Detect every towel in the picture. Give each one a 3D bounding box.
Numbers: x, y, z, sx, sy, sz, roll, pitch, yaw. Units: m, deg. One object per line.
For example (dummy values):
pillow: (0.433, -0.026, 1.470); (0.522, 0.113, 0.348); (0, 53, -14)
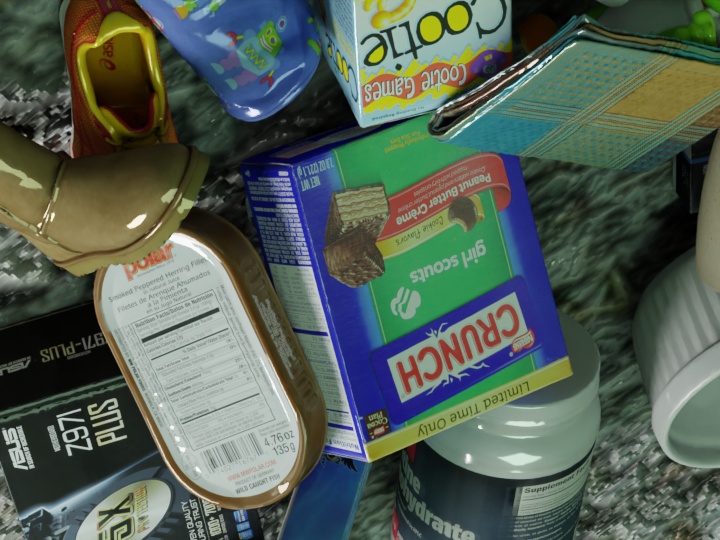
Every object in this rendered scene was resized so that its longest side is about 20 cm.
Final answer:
towel: (0.156, -0.106, 1.319); (0.199, 0.022, 0.146); (4, 154, -40)

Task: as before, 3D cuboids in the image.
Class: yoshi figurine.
yoshi figurine: (0.195, -0.167, 1.353); (0.199, 0.112, 0.113); (-22, 93, 18)

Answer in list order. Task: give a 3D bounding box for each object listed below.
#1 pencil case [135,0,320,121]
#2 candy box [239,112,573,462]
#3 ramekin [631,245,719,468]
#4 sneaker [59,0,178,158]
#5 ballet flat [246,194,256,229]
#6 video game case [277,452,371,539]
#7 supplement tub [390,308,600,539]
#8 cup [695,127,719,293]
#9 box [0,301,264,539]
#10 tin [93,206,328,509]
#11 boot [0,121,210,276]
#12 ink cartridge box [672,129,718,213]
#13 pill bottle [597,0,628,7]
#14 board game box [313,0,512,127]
pencil case: (-0.096, -0.181, 1.271); (0.087, 0.078, 0.200); (-38, 130, 1)
candy box: (0.031, 0.001, 1.381); (0.168, 0.077, 0.202); (-22, 105, -27)
ramekin: (0.292, 0.049, 1.552); (0.198, 0.106, 0.201); (-15, 149, -9)
sneaker: (-0.148, -0.085, 1.328); (0.072, 0.077, 0.201); (-19, 133, -8)
ballet flat: (0.000, 0.000, 1.457); (0.199, 0.074, 0.074); (30, 112, -36)
video game case: (-0.027, 0.171, 1.472); (0.045, 0.201, 0.182); (18, 140, 1)
supplement tub: (0.099, 0.135, 1.552); (0.139, 0.141, 0.201); (-6, 128, -16)
cup: (0.315, -0.078, 1.403); (0.198, 0.200, 0.145); (-13, 111, -11)
box: (-0.166, 0.122, 1.477); (0.162, 0.086, 0.201); (-15, 131, -8)
tin: (-0.095, 0.057, 1.350); (0.111, 0.042, 0.201); (-22, 99, 19)
boot: (-0.212, -0.071, 1.259); (0.199, 0.067, 0.175); (32, 145, -26)
ink cartridge box: (0.318, -0.111, 1.510); (0.198, 0.039, 0.100); (-16, 130, -9)
pill bottle: (0.180, -0.269, 1.282); (0.114, 0.115, 0.200); (27, 113, -35)
board game box: (0.028, -0.206, 1.280); (0.102, 0.105, 0.201); (-13, 131, -11)
